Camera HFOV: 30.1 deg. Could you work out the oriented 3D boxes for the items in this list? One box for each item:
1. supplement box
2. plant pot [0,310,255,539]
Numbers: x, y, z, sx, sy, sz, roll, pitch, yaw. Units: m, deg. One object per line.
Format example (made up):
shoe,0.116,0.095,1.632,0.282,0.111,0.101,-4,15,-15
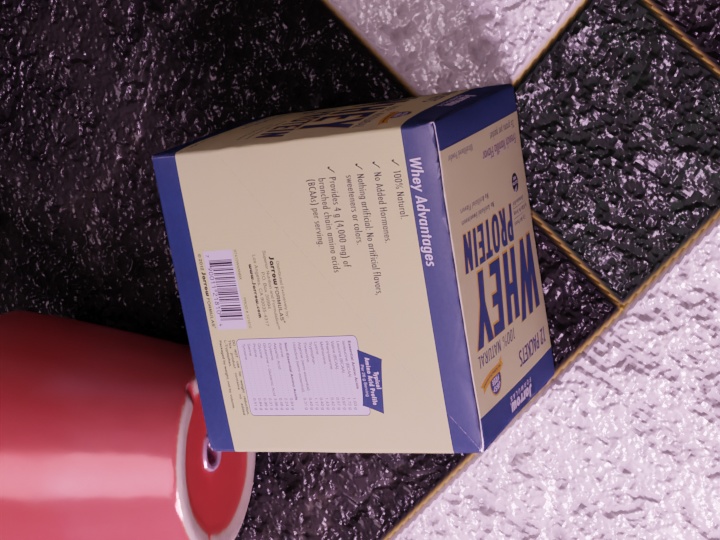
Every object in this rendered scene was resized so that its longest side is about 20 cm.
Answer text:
supplement box,0.000,0.000,0.860,0.197,0.134,0.203,-3,104,28
plant pot,-0.181,0.130,0.975,0.174,0.200,0.204,-1,106,18
